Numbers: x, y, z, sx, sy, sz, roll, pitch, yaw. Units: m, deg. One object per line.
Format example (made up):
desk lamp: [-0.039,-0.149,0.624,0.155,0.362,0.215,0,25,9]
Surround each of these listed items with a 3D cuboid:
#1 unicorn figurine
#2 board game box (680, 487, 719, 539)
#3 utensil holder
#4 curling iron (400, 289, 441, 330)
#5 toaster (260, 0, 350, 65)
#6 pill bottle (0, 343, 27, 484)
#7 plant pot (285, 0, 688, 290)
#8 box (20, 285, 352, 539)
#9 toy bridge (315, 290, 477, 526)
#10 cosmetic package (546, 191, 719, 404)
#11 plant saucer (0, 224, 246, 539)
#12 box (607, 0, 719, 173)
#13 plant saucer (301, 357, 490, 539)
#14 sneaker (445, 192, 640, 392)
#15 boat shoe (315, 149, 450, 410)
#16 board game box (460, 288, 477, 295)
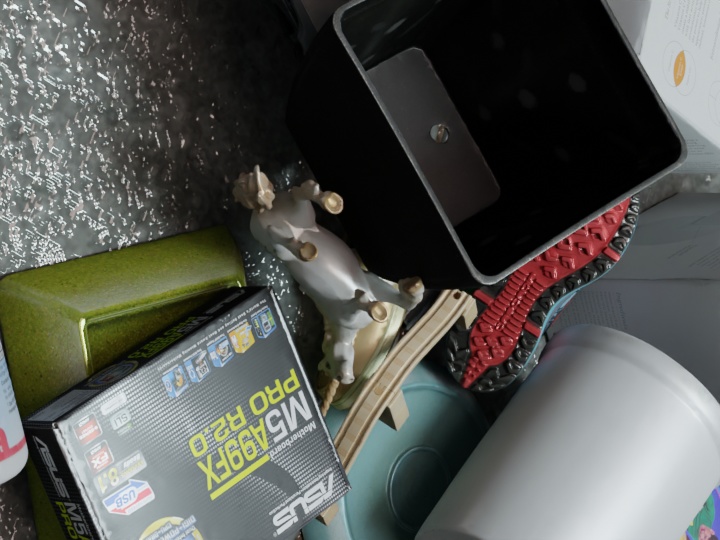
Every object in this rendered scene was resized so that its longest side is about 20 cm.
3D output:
unicorn figurine: [-0.021,0.009,1.512,0.074,0.137,0.201,-31,101,-22]
board game box: [0.225,0.238,1.825,0.200,0.045,0.135,-39,114,-34]
utensil holder: [0.156,0.169,1.655,0.200,0.170,0.170,-50,120,-26]
curling iron: [0.087,-0.018,1.678,0.200,0.025,0.050,-46,121,-40]
toaster: [-0.020,-0.236,1.538,0.129,0.114,0.200,-32,128,-3]
pill bottle: [-0.275,0.036,1.351,0.108,0.108,0.201,-22,103,-39]
plant pot: [0.063,-0.098,1.525,0.200,0.177,0.200,-31,92,-31]
box: [-0.111,0.123,1.471,0.200,0.044,0.161,-32,109,-37]
toy bridge: [0.017,0.093,1.593,0.200,0.027,0.067,-54,164,-13]
cosmetic package: [0.284,0.024,1.778,0.199,0.200,0.123,-27,107,-37]
plant saucer: [-0.136,0.084,1.512,0.199,0.048,0.201,-15,99,-40]
box: [0.235,-0.181,1.775,0.200,0.106,0.153,31,68,-48]
plant saucer: [0.038,0.163,1.676,0.200,0.027,0.201,2,88,-41]
sneaker: [0.132,-0.001,1.691,0.079,0.096,0.200,41,96,-1]
boat shoe: [0.000,0.000,1.623,0.066,0.074,0.201,23,77,-20]
board game box: [0.115,-0.064,1.749,0.200,0.023,0.105,-37,115,-36]
